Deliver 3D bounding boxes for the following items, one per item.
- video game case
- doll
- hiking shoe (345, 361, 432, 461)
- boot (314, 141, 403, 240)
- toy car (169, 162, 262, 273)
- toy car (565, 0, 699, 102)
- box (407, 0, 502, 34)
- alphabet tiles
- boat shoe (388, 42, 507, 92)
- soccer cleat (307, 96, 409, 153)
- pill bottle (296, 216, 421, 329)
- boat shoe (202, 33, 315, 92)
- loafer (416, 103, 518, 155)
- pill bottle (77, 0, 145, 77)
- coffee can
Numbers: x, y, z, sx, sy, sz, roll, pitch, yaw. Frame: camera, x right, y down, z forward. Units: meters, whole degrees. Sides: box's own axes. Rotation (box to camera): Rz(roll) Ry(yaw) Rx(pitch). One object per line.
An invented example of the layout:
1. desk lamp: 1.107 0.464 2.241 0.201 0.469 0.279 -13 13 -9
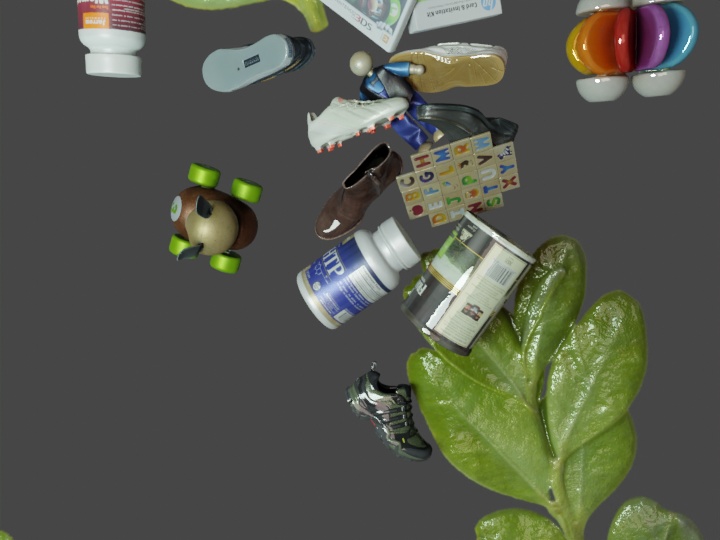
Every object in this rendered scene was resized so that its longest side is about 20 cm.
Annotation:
1. video game case: 0.023 -0.480 1.079 0.182 0.023 0.201 42 129 18
2. doll: 0.061 -0.291 1.156 0.200 0.049 0.136 44 126 -7
3. hiking shoe: 0.068 0.262 1.257 0.200 0.076 0.101 42 105 -2
4. boot: -0.016 -0.132 1.142 0.200 0.166 0.073 -42 81 7
5. toy car: -0.266 -0.080 1.161 0.156 0.200 0.166 19 102 1
6. toy car: 0.429 -0.359 1.070 0.197 0.150 0.177 -4 100 6
7. box: 0.134 -0.497 1.095 0.154 0.041 0.202 -16 105 -14
8. alphabet tiles: 0.166 -0.149 1.156 0.198 0.006 0.167 -16 137 8
9. boat shoe: 0.147 -0.344 1.145 0.198 0.070 0.071 7 134 21
10. soccer cleat: -0.012 -0.259 1.145 0.198 0.069 0.078 -15 94 35
11. pill bottle: 0.000 0.000 1.193 0.199 0.120 0.120 -35 96 10
12. boat shoe: -0.173 -0.351 1.174 0.198 0.091 0.072 -4 101 34
13. loafer: 0.173 -0.224 1.119 0.198 0.073 0.073 9 96 -28
14. pill bottle: -0.418 -0.433 1.156 0.108 0.110 0.203 3 101 5
15. coffee can: 0.182 0.021 1.166 0.146 0.146 0.201 34 101 -2
